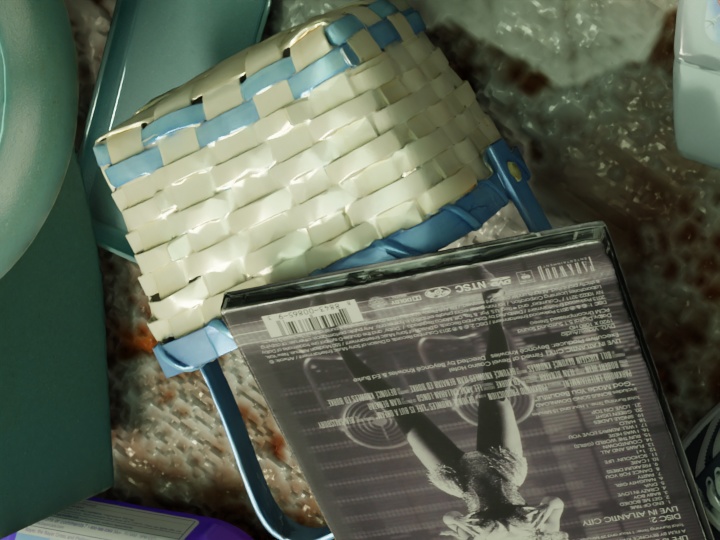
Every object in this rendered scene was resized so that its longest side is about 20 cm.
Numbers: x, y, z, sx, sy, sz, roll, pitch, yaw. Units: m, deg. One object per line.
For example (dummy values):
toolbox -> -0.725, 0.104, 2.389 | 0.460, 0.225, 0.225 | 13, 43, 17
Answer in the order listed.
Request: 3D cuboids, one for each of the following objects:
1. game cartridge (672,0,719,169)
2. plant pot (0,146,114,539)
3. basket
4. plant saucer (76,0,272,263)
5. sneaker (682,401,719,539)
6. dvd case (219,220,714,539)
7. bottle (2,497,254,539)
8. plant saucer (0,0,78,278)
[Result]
game cartridge -> 0.193, -0.122, 0.801 | 0.132, 0.042, 0.202 | 17, 113, 9
plant pot -> -0.200, 0.004, 0.925 | 0.140, 0.141, 0.202 | 11, 106, 27
basket -> 0.000, 0.000, 0.855 | 0.175, 0.139, 0.201 | -22, 93, 23
plant saucer -> -0.077, -0.095, 0.919 | 0.069, 0.019, 0.201 | 23, 116, 11
sneaker -> 0.169, 0.082, 0.840 | 0.070, 0.108, 0.201 | 37, 117, 5
dvd case -> 0.049, 0.071, 0.818 | 0.147, 0.016, 0.201 | -11, 128, 17
bottle -> -0.083, 0.156, 0.984 | 0.198, 0.065, 0.084 | 8, 110, 17
plant saucer -> -0.210, -0.071, 0.830 | 0.198, 0.027, 0.202 | 0, 93, 8
